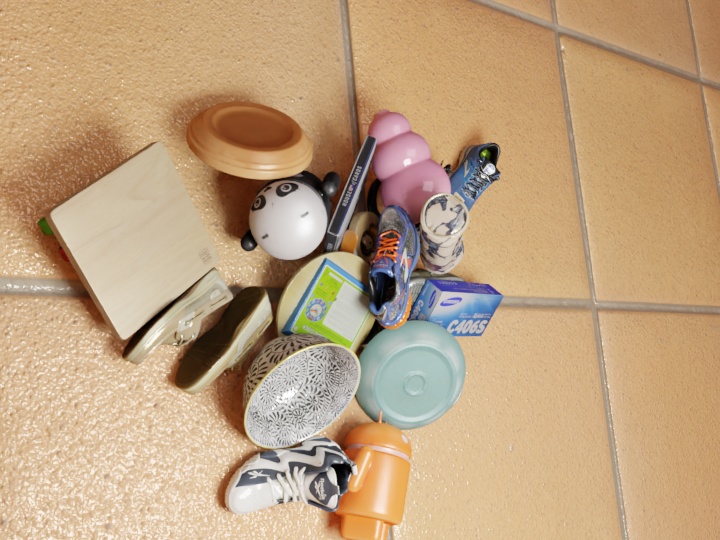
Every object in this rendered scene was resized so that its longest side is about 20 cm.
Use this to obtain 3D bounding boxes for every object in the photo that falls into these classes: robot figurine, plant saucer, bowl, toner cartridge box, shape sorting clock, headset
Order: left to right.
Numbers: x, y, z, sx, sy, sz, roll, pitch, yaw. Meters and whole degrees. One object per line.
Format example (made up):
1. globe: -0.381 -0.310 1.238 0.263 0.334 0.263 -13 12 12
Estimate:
1. plant saucer: -0.169 -0.209 1.297 0.197 0.038 0.201 11 35 -8
2. bowl: -0.106 0.164 1.274 0.199 0.094 0.202 -22 135 -23
3. robot figurine: -0.108 -0.092 1.307 0.123 0.200 0.152 17 106 -3
4. shape sorting clock: -0.052 0.066 1.356 0.198 0.039 0.203 -14 112 -37
5. robot figurine: 0.021 0.331 1.338 0.143 0.116 0.202 25 64 -30
6. headset: 0.093 -0.142 1.564 0.199 0.094 0.124 -36 99 -23
7. plant saucer: 0.088 0.185 1.408 0.197 0.036 0.203 -3 108 -11
8. toner cartridge box: 0.173 0.071 1.522 0.199 0.043 0.096 4 118 -48

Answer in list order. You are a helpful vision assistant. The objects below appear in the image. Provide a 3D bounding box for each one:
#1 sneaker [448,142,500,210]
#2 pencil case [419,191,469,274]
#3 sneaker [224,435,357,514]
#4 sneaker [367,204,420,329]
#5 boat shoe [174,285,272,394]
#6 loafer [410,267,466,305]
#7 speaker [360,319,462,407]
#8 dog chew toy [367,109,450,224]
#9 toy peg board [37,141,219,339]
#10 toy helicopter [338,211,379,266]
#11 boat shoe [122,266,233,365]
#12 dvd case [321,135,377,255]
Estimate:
1. sneaker: 0.222 -0.184 1.651 0.078 0.089 0.201 40 57 -22
2. pencil case: 0.140 -0.063 1.407 0.077 0.200 0.090 32 77 12
3. sneaker: -0.091 0.314 1.229 0.197 0.129 0.081 -10 100 -34
4. sneaker: 0.050 -0.009 1.354 0.078 0.074 0.203 22 67 -63
5. boat shoe: -0.195 0.114 1.251 0.200 0.073 0.067 -51 135 -28
6. loafer: 0.122 0.023 1.524 0.070 0.076 0.199 43 20 33
7. speaker: 0.089 0.159 1.462 0.200 0.081 0.082 45 55 -21
8. dog chew toy: 0.076 -0.184 1.454 0.124 0.124 0.202 -22 87 -40
9. toy peg board: -0.333 -0.045 1.182 0.200 0.097 0.201 -43 122 -37
10. toy helicopter: 0.000 0.000 1.427 0.132 0.078 0.203 4 91 -60
11. boat shoe: -0.259 0.076 1.212 0.065 0.072 0.200 54 47 -13
12. dvd case: -0.023 -0.105 1.403 0.024 0.151 0.202 21 62 1
